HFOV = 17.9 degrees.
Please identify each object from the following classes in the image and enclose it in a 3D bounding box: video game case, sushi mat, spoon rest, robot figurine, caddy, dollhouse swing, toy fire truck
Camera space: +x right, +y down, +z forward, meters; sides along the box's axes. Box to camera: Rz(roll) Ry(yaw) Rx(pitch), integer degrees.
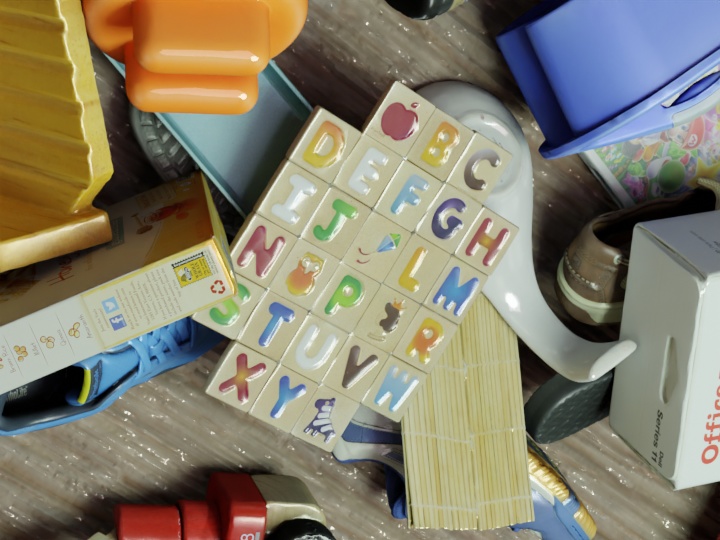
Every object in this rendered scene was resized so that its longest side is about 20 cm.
[{"bbox_3d":[0.221,-0.084,1.461,0.143,0.018,0.200,-46,122,-7],"label":"video game case"},{"bbox_3d":[0.058,0.056,1.364,0.095,0.012,0.201,4,77,-39],"label":"sushi mat"},{"bbox_3d":[0.085,-0.021,1.363,0.099,0.061,0.200,-32,90,-29],"label":"spoon rest"},{"bbox_3d":[-0.084,-0.178,1.148,0.116,0.201,0.144,-16,152,23],"label":"robot figurine"},{"bbox_3d":[0.178,-0.139,1.333,0.200,0.141,0.105,-34,96,-9],"label":"caddy"},{"bbox_3d":[-0.255,-0.089,1.128,0.176,0.181,0.201,-28,120,-38],"label":"dollhouse swing"},{"bbox_3d":[-0.119,0.213,1.334,0.199,0.129,0.177,5,106,-17],"label":"toy fire truck"}]

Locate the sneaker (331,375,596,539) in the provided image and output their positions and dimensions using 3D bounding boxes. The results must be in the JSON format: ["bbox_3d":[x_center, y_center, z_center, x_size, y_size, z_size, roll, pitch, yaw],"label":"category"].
[{"bbox_3d":[0.059,0.126,1.425,0.200,0.075,0.088,39,95,-23],"label":"sneaker"}]

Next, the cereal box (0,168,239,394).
[{"bbox_3d":[-0.165,0.015,1.187,0.199,0.144,0.040,-22,108,-1],"label":"cereal box"}]

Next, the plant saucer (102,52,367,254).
[{"bbox_3d":[-0.085,-0.105,1.246,0.070,0.019,0.200,-41,94,-9],"label":"plant saucer"}]

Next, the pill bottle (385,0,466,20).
[{"bbox_3d":[0.091,-0.232,1.285,0.200,0.112,0.112,-29,118,-16],"label":"pill bottle"}]

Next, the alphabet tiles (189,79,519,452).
[{"bbox_3d":[0.000,0.000,1.269,0.166,0.006,0.200,29,94,-38],"label":"alphabet tiles"}]

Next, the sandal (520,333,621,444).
[{"bbox_3d":[0.177,0.048,1.442,0.200,0.048,0.075,-19,148,-34],"label":"sandal"}]

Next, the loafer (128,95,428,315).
[{"bbox_3d":[-0.053,-0.044,1.302,0.200,0.070,0.075,41,85,-16],"label":"loafer"}]

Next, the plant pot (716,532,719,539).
[{"bbox_3d":[0.336,0.177,1.522,0.200,0.200,0.178,17,90,-31],"label":"plant pot"}]

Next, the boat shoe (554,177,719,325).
[{"bbox_3d":[0.220,-0.021,1.416,0.202,0.075,0.075,-16,141,-23],"label":"boat shoe"}]

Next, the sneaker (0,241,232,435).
[{"bbox_3d":[-0.132,0.045,1.285,0.200,0.078,0.066,-22,114,-21],"label":"sneaker"}]

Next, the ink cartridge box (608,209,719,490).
[{"bbox_3d":[0.258,0.037,1.380,0.199,0.083,0.147,-8,118,-26],"label":"ink cartridge box"}]
